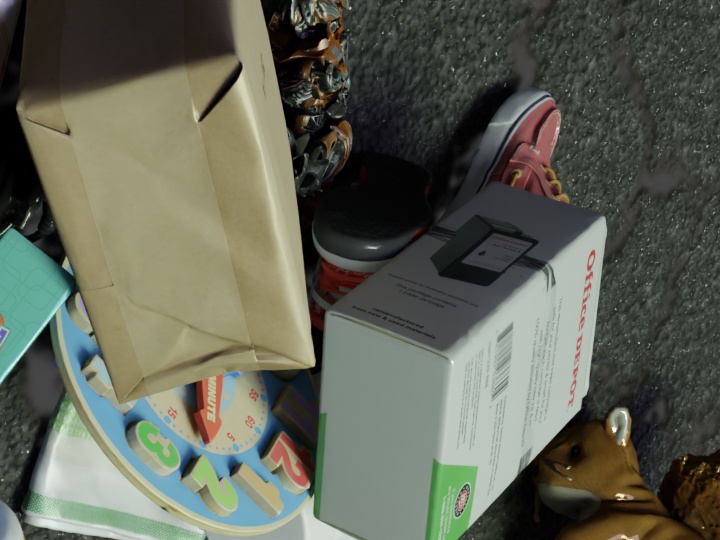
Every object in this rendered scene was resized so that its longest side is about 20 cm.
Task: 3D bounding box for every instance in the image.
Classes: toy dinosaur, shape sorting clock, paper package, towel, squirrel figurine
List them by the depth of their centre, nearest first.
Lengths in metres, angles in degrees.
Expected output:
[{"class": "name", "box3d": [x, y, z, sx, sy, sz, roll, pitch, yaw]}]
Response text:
[{"class": "paper package", "box3d": [-0.092, -0.071, 0.911, 0.103, 0.200, 0.191, -12, 128, 2]}, {"class": "shape sorting clock", "box3d": [-0.092, 0.056, 1.045, 0.039, 0.201, 0.200, -31, 148, 30]}, {"class": "toy dinosaur", "box3d": [-0.040, -0.080, 1.118, 0.136, 0.102, 0.201, -33, 113, -54]}, {"class": "towel", "box3d": [-0.118, 0.075, 1.151, 0.149, 0.031, 0.201, 20, 93, -48]}, {"class": "squirrel figurine", "box3d": [0.226, 0.200, 1.432, 0.199, 0.187, 0.142, -10, 146, -12]}]

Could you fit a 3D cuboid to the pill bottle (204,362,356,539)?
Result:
[{"class": "pill bottle", "box3d": [-0.009, 0.118, 1.186, 0.200, 0.119, 0.120, -26, 125, -49]}]

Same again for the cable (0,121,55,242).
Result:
[{"class": "cable", "box3d": [-0.210, -0.106, 0.973, 0.163, 0.051, 0.201, 6, 106, -41]}]

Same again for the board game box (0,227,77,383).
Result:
[{"class": "board game box", "box3d": [-0.215, 0.058, 0.933, 0.045, 0.200, 0.152, 39, 78, -9]}]

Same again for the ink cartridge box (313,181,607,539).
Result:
[{"class": "ink cartridge box", "box3d": [0.061, 0.055, 1.086, 0.200, 0.084, 0.147, -37, 139, -50]}]

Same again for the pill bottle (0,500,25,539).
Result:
[{"class": "pill bottle", "box3d": [-0.226, 0.233, 1.053, 0.112, 0.112, 0.201, -31, 127, -32]}]

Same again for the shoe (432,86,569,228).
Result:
[{"class": "shoe", "box3d": [0.115, -0.040, 1.250, 0.200, 0.091, 0.072, -58, 153, -34]}]

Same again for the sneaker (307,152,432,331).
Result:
[{"class": "sneaker", "box3d": [0.001, 0.000, 1.148, 0.201, 0.067, 0.108, -64, 171, -73]}]

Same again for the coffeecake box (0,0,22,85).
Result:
[{"class": "coffeecake box", "box3d": [-0.249, -0.103, 0.872, 0.153, 0.073, 0.201, 13, 99, -22]}]
